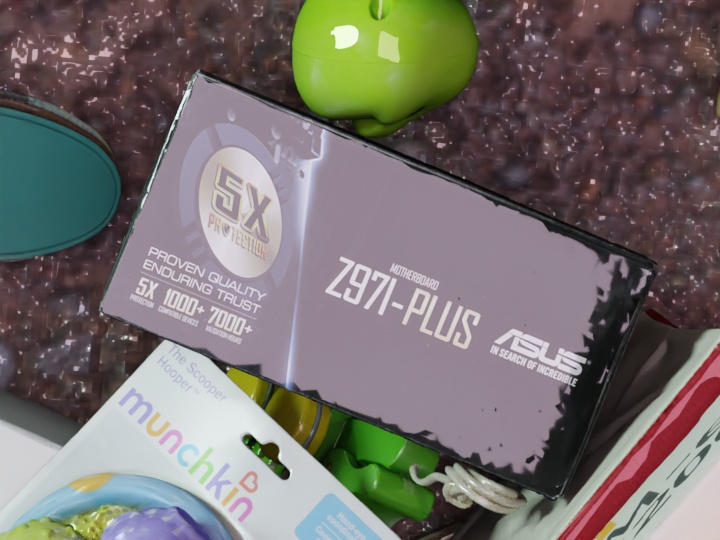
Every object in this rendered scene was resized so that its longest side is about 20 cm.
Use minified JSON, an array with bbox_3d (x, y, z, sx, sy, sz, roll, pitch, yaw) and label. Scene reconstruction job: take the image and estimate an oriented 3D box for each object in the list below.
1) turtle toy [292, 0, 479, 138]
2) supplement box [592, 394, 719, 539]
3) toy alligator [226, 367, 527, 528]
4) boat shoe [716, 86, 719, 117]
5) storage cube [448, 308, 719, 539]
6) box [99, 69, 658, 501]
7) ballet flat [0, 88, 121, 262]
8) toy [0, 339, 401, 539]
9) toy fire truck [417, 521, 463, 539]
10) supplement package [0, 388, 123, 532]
[{"bbox_3d":[0.032,-0.145,1.035,0.101,0.146,0.200,33,91,-26],"label":"turtle toy"},{"bbox_3d":[0.149,0.145,0.858,0.200,0.074,0.126,41,88,-2],"label":"supplement box"},{"bbox_3d":[-0.006,0.075,1.006,0.059,0.200,0.054,25,89,-28],"label":"toy alligator"},{"bbox_3d":[0.202,-0.135,1.068,0.069,0.074,0.200,29,90,1],"label":"boat shoe"},{"bbox_3d":[0.122,0.138,0.978,0.180,0.171,0.200,41,89,-4],"label":"storage cube"},{"bbox_3d":[0.000,0.000,0.998,0.164,0.200,0.086,22,91,-4],"label":"box"},{"bbox_3d":[-0.185,-0.036,1.038,0.200,0.071,0.069,-6,107,-39],"label":"ballet flat"},{"bbox_3d":[-0.097,0.122,0.936,0.115,0.047,0.200,42,88,21],"label":"toy"},{"bbox_3d":[0.057,0.142,1.084,0.141,0.049,0.200,23,92,-5],"label":"toy fire truck"},{"bbox_3d":[-0.176,0.089,1.033,0.200,0.117,0.117,24,89,-5],"label":"supplement package"}]
